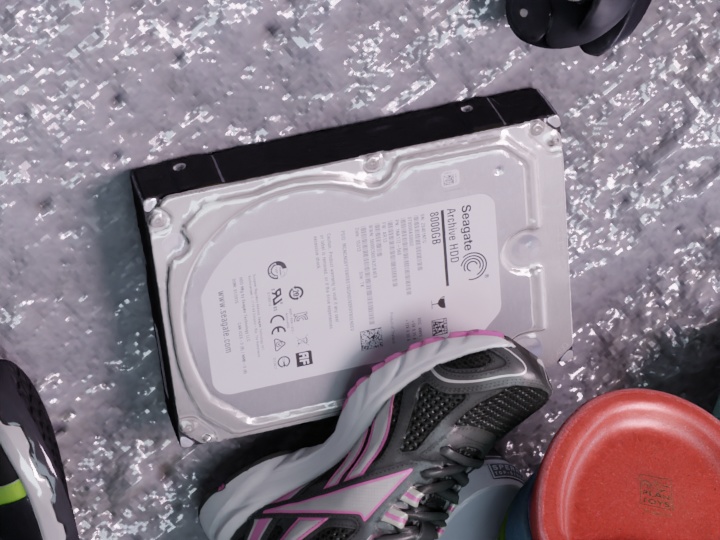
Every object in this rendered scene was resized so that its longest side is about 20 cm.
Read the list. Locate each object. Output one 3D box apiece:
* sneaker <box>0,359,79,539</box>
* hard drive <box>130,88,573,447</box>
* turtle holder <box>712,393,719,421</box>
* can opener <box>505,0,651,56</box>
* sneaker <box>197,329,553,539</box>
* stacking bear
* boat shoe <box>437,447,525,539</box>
[{"bbox_3d":[-0.173,0.137,1.129,0.083,0.072,0.200,-13,121,-8],"label":"sneaker"},{"bbox_3d":[0.000,0.000,1.126,0.200,0.038,0.140,-12,121,-11],"label":"hard drive"},{"bbox_3d":[0.239,0.109,1.176,0.141,0.186,0.132,11,128,-25],"label":"turtle holder"},{"bbox_3d":[0.108,-0.189,1.050,0.063,0.079,0.200,18,114,18],"label":"can opener"},{"bbox_3d":[0.017,0.109,1.135,0.200,0.086,0.080,-39,144,27],"label":"sneaker"},{"bbox_3d":[0.110,0.157,1.158,0.121,0.114,0.200,12,140,-10],"label":"stacking bear"},{"bbox_3d":[0.001,0.158,1.203,0.200,0.057,0.069,-44,140,9],"label":"boat shoe"}]
